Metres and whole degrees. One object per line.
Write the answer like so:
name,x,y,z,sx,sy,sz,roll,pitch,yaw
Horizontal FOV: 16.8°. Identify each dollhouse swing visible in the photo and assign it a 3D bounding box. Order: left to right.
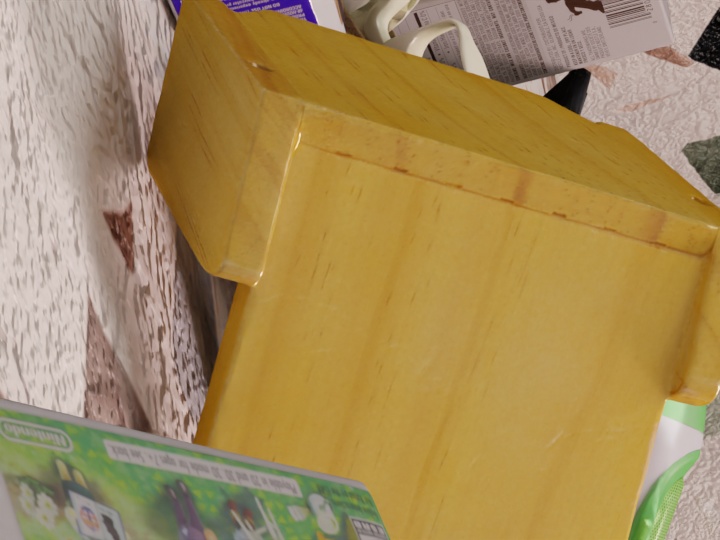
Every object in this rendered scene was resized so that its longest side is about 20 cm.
dollhouse swing,0.013,0.024,0.919,0.177,0.199,0.182,-69,-157,15

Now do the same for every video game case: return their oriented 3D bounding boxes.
video game case,-0.027,0.120,0.602,0.200,0.022,0.183,20,39,-53

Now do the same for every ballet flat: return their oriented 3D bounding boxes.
ballet flat,0.015,-0.099,1.129,0.200,0.072,0.068,56,19,25

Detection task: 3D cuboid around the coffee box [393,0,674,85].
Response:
coffee box,0.050,-0.154,1.245,0.080,0.199,0.113,62,19,-49

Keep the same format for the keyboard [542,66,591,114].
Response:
keyboard,0.064,-0.021,1.285,0.200,0.040,0.104,-42,-161,52

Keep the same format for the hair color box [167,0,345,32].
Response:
hair color box,-0.059,-0.168,1.024,0.200,0.064,0.110,70,12,-51

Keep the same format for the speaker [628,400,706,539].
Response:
speaker,0.080,0.135,1.038,0.088,0.088,0.201,32,78,-78
